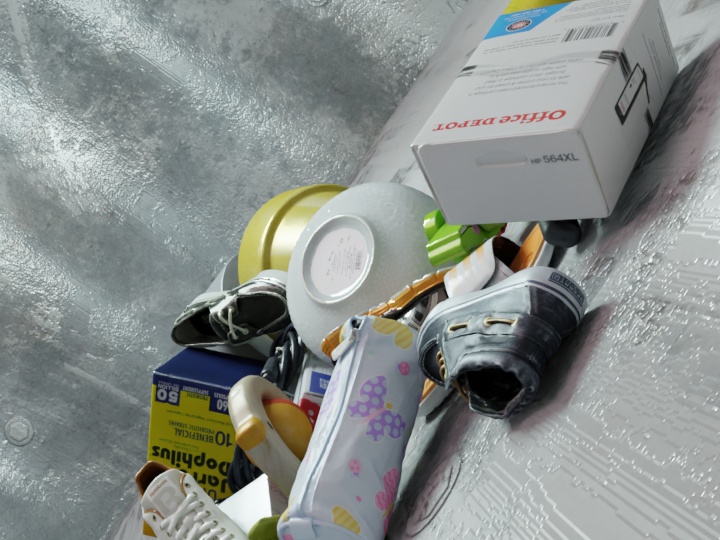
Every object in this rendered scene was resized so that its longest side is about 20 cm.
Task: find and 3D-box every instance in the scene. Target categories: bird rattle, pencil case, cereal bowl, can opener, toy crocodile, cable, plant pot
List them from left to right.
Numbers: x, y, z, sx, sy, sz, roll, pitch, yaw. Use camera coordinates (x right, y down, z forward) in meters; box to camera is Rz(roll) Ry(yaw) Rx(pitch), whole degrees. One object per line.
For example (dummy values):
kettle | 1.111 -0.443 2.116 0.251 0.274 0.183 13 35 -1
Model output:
cable | -0.102 0.151 1.389 0.164 0.051 0.201 -81 5 -51
bird rattle | -0.053 0.155 1.131 0.112 0.163 0.200 -32 23 17
plant pot | -0.013 -0.007 1.476 0.189 0.201 0.201 -10 44 57
pencil case | -0.002 0.134 1.016 0.091 0.083 0.201 65 -145 -50
cereal bowl | 0.000 0.000 1.285 0.199 0.083 0.201 -16 63 33
toy crocodile | 0.109 -0.049 1.168 0.067 0.062 0.200 -26 12 27
can opener | 0.175 -0.084 1.080 0.200 0.066 0.054 -95 18 -58

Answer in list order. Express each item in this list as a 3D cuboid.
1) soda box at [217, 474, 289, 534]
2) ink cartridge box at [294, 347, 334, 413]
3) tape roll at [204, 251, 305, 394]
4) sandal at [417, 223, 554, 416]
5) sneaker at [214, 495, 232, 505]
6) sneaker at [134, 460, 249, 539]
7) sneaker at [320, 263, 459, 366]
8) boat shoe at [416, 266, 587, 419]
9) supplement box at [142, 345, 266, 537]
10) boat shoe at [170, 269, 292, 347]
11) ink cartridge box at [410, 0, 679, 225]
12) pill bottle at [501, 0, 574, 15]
soda box | -0.142 0.280 1.204 0.200 0.064 0.068 -36 32 14
ink cartridge box | -0.064 0.197 1.343 0.196 0.043 0.201 -96 20 -79
tape roll | -0.100 0.068 1.599 0.066 0.200 0.201 -50 9 36
sandal | 0.088 0.033 1.078 0.207 0.059 0.079 -54 8 15
sneaker | -0.145 0.290 1.315 0.200 0.066 0.091 -87 -11 -78
sneaker | -0.154 0.230 1.131 0.073 0.085 0.200 -44 31 -12
sneaker | 0.058 0.051 1.172 0.200 0.078 0.078 -33 -12 28
boat shoe | 0.081 0.066 0.932 0.091 0.071 0.200 -55 8 -29
supplement box | -0.175 0.204 1.469 0.110 0.108 0.201 -40 -42 -69
boat shoe | -0.137 0.054 1.443 0.199 0.071 0.064 -17 18 43
ink cartridge box | 0.150 -0.129 1.012 0.145 0.085 0.200 -2 39 35
pill bottle | 0.181 -0.220 1.382 0.201 0.112 0.112 -57 7 -4
